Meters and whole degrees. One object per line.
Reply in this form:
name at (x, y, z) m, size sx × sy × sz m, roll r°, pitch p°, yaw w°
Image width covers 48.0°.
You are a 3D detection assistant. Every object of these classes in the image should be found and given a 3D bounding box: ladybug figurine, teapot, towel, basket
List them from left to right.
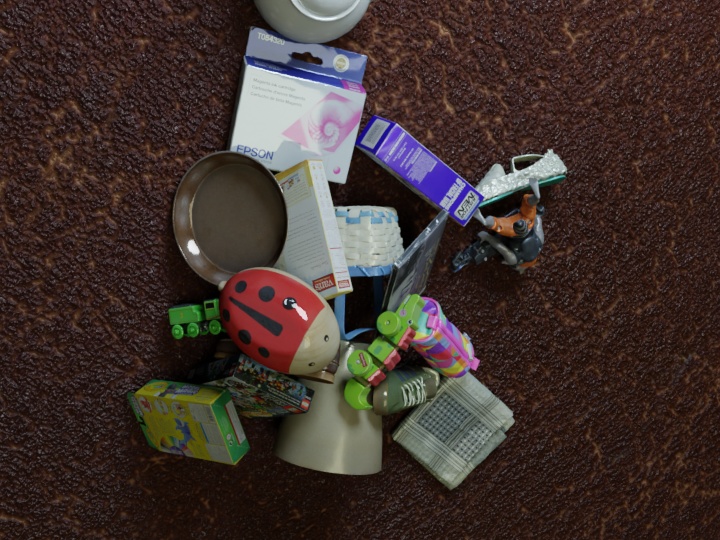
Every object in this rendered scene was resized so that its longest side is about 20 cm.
ladybug figurine at (-0.124, 0.072, 1.150) m, size 0.198 × 0.072 × 0.137 m, roll 27°, pitch 96°, yaw 11°
teapot at (-0.063, -0.414, 1.138) m, size 0.200 × 0.146 × 0.198 m, roll -42°, pitch 115°, yaw -1°
basket at (0.000, 0.000, 1.280) m, size 0.137 × 0.176 × 0.203 m, roll -3°, pitch 91°, yaw 20°
towel at (0.179, 0.297, 1.515) m, size 0.193 × 0.035 × 0.200 m, roll -47°, pitch 116°, yaw -1°

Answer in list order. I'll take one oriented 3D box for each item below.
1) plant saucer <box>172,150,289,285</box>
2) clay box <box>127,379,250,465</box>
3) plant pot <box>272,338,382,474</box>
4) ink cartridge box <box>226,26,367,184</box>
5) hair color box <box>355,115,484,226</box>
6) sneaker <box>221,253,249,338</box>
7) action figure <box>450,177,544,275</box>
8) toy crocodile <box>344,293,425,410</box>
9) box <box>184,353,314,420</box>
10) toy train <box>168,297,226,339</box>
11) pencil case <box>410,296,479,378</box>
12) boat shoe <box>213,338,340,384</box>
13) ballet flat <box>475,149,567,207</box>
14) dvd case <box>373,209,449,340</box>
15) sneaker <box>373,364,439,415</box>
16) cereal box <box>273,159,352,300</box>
plant saucer at (-0.189, -0.076, 1.211) m, size 0.197 × 0.034 × 0.204 m, roll 3°, pitch 97°, yaw 22°
clay box at (-0.275, 0.236, 1.278) m, size 0.048 × 0.198 × 0.116 m, roll -41°, pitch 123°, yaw -46°
plant pot at (-0.038, 0.214, 1.347) m, size 0.185 × 0.187 × 0.203 m, roll 11°, pitch 89°, yaw -22°
ink cartridge box at (-0.094, -0.249, 1.239) m, size 0.194 × 0.043 × 0.203 m, roll 8°, pitch 106°, yaw -21°
hair color box at (0.094, -0.160, 1.296) m, size 0.199 × 0.109 × 0.065 m, roll 33°, pitch 94°, yaw -25°
sneaker at (-0.165, 0.048, 1.300) m, size 0.092 × 0.070 × 0.203 m, roll 2°, pitch 108°, yaw -28°
action figure at (0.247, -0.049, 1.379) m, size 0.199 × 0.105 × 0.194 m, roll -37°, pitch 143°, yaw 0°
toy crocodile at (0.040, 0.125, 1.259) m, size 0.201 × 0.061 × 0.068 m, roll -53°, pitch 152°, yaw -6°
box at (-0.179, 0.187, 1.269) m, size 0.136 × 0.199 × 0.038 m, roll 31°, pitch 63°, yaw -24°
toy train at (-0.210, 0.068, 1.243) m, size 0.197 × 0.042 × 0.057 m, roll -9°, pitch 90°, yaw 24°
pencil case at (0.134, 0.117, 1.376) m, size 0.089 × 0.088 × 0.200 m, roll -48°, pitch 143°, yaw 0°
boat shoe at (-0.125, 0.123, 1.238) m, size 0.197 × 0.070 × 0.071 m, roll 8°, pitch 76°, yaw 11°
ballet flat at (0.259, -0.158, 1.389) m, size 0.197 × 0.072 × 0.073 m, roll -19°, pitch 113°, yaw -15°
dvd case at (0.080, 0.013, 1.300) m, size 0.149 × 0.016 × 0.201 m, roll -47°, pitch 161°, yaw -36°
sneaker at (0.083, 0.194, 1.352) m, size 0.088 × 0.200 × 0.068 m, roll -1°, pitch 94°, yaw 14°
cereal box at (-0.093, -0.048, 1.211) m, size 0.039 × 0.143 × 0.203 m, roll -6°, pitch 81°, yaw -49°
